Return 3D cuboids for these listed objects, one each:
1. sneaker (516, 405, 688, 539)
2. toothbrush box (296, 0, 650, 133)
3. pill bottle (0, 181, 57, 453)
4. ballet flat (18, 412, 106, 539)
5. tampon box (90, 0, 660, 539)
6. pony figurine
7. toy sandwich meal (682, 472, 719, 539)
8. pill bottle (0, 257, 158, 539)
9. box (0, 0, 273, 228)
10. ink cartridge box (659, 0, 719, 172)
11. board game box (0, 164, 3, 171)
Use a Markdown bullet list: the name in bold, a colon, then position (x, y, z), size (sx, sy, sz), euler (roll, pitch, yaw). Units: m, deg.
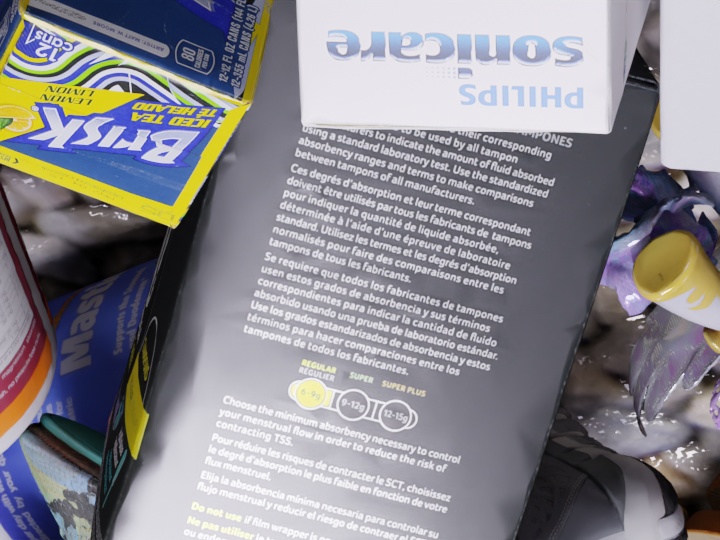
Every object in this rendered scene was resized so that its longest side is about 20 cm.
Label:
- **sneaker**: position (0.038, 0.100, 1.056), size (0.115, 0.075, 0.200), euler (-17, -173, -15)
- **toothbrush box**: position (0.034, -0.153, 0.730), size (0.086, 0.146, 0.200), euler (1, 114, 11)
- **pill bottle**: position (-0.176, -0.022, 0.941), size (0.109, 0.110, 0.200), euler (0, 140, 12)
- **ballet flat**: position (-0.045, 0.114, 0.971), size (0.200, 0.074, 0.074), euler (22, 146, 25)
- **tampon box**: position (0.000, 0.000, 0.905), size (0.126, 0.150, 0.200), euler (15, 105, -7)
- **pony figurine**: position (0.162, 0.006, 0.944), size (0.193, 0.167, 0.200), euler (-43, 139, 12)
- **toy sandwich meal**: position (0.189, 0.164, 1.157), size (0.205, 0.070, 0.205), euler (33, 156, 17)
- **pill bottle**: position (-0.093, 0.060, 1.092), size (0.200, 0.112, 0.112), euler (-20, 131, 31)
- **box**: position (-0.056, -0.114, 0.807), size (0.070, 0.200, 0.064), euler (21, 140, -13)
- **ink cartridge box**: position (0.159, -0.143, 0.767), size (0.146, 0.147, 0.200), euler (4, 139, 10)
- **board game box**: position (-0.182, -0.099, 0.974), size (0.151, 0.046, 0.200), euler (19, 140, -10)
